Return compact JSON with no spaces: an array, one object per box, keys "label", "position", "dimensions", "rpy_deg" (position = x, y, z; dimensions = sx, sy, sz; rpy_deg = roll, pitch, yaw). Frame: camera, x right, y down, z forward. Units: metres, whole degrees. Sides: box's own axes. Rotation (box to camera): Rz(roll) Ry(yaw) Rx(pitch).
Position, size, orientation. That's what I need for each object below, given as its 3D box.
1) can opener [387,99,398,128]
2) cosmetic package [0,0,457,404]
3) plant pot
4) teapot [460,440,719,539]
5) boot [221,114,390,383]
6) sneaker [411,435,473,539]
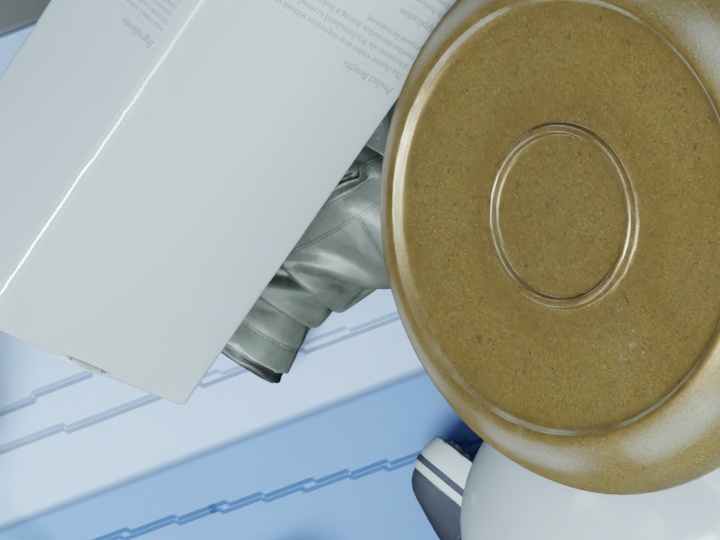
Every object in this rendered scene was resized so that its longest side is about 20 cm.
[{"label":"can opener","position":[0.011,-0.094,0.992],"dimensions":[0.067,0.053,0.200],"rpy_deg":[-12,65,15]},{"label":"cosmetic package","position":[-0.066,-0.060,0.925],"dimensions":[0.113,0.081,0.200],"rpy_deg":[30,101,-45]},{"label":"plant pot","position":[0.076,-0.019,0.860],"dimensions":[0.200,0.027,0.200],"rpy_deg":[5,97,42]},{"label":"teapot","position":[0.149,0.093,0.945],"dimensions":[0.146,0.200,0.197],"rpy_deg":[-51,52,32]},{"label":"boot","position":[0.000,0.000,1.035],"dimensions":[0.200,0.068,0.131],"rpy_deg":[42,99,6]},{"label":"sneaker","position":[0.079,0.162,1.030],"dimensions":[0.079,0.078,0.200],"rpy_deg":[-43,93,-2]}]
